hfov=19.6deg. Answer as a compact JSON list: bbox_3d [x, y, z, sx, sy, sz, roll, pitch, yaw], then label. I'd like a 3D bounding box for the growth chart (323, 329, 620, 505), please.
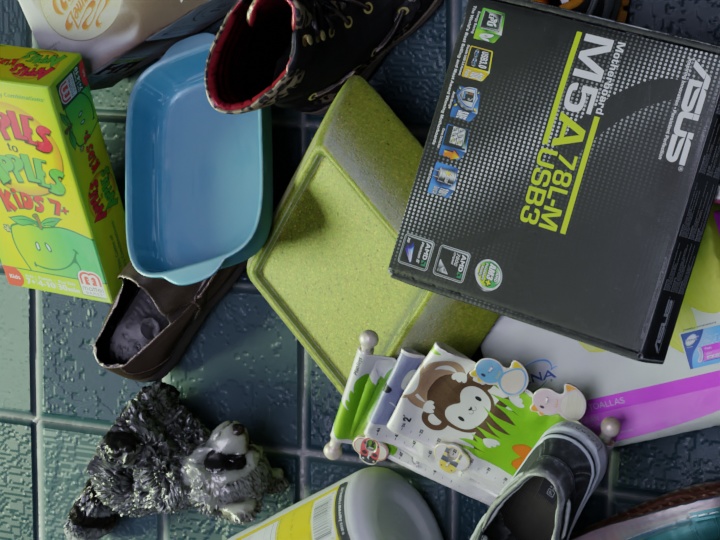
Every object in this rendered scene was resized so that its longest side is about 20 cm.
[{"bbox_3d":[0.075,0.110,1.434,0.199,0.018,0.145,21,130,13],"label":"growth chart"}]

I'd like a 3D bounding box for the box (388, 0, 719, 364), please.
[{"bbox_3d":[0.131,-0.063,1.326,0.192,0.047,0.201,20,94,34],"label":"box"}]

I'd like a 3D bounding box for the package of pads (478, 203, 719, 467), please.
[{"bbox_3d":[0.176,0.039,1.422,0.199,0.068,0.155,-16,91,29],"label":"package of pads"}]

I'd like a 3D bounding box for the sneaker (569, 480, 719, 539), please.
[{"bbox_3d":[0.195,0.207,1.442,0.200,0.071,0.080,-29,85,36],"label":"sneaker"}]

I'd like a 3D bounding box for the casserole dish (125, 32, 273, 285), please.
[{"bbox_3d":[-0.114,-0.078,1.528,0.121,0.039,0.201,-15,64,26],"label":"casserole dish"}]

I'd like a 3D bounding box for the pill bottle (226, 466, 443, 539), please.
[{"bbox_3d":[-0.042,0.232,1.543,0.199,0.112,0.112,-30,84,28],"label":"pill bottle"}]

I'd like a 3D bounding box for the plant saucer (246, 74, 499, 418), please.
[{"bbox_3d":[0.000,0.000,1.475,0.200,0.048,0.200,50,133,22],"label":"plant saucer"}]

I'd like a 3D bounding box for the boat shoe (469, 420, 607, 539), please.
[{"bbox_3d":[0.101,0.186,1.408,0.072,0.071,0.201,33,128,21],"label":"boat shoe"}]

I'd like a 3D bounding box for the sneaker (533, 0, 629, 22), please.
[{"bbox_3d":[0.139,-0.249,1.394,0.078,0.077,0.201,-6,94,30],"label":"sneaker"}]

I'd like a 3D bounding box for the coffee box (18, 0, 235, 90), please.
[{"bbox_3d":[-0.154,-0.227,1.547,0.199,0.080,0.115,-26,86,29],"label":"coffee box"}]

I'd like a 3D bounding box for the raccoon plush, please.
[{"bbox_3d":[-0.140,0.174,1.623,0.134,0.097,0.200,35,142,5],"label":"raccoon plush"}]

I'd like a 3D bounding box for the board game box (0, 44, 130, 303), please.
[{"bbox_3d":[-0.242,-0.073,1.585,0.101,0.048,0.201,10,132,26],"label":"board game box"}]

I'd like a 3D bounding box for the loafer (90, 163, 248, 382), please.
[{"bbox_3d":[-0.141,0.005,1.581,0.073,0.071,0.201,33,110,19],"label":"loafer"}]

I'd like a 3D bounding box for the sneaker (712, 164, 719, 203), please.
[{"bbox_3d":[0.211,-0.103,1.359,0.200,0.073,0.088,36,110,46],"label":"sneaker"}]

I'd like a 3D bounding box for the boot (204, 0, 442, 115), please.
[{"bbox_3d":[-0.018,-0.184,1.443,0.073,0.150,0.200,48,116,13],"label":"boot"}]
